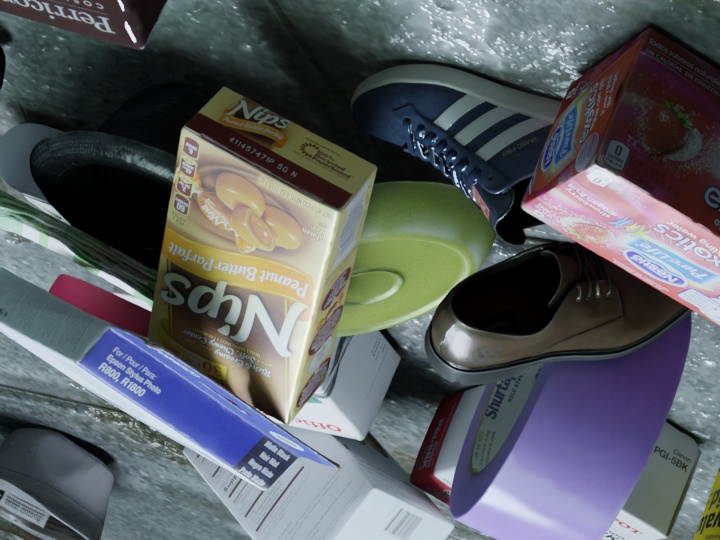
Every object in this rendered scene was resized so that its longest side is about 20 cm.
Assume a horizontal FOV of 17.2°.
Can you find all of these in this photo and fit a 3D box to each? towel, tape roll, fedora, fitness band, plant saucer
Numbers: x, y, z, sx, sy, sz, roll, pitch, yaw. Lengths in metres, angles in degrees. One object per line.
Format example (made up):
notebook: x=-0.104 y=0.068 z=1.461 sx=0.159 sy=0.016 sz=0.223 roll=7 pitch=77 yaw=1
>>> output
towel: x=-0.180 y=0.001 z=1.689 sx=0.199 sy=0.024 sz=0.153 roll=27 pitch=173 yaw=-5
tape roll: x=0.140 y=0.094 z=1.603 sx=0.085 sy=0.201 sz=0.200 roll=25 pitch=158 yaw=-5
fedora: x=-0.132 y=-0.071 z=1.645 sx=0.199 sy=0.092 sz=0.201 roll=20 pitch=158 yaw=8
fitness band: x=-0.149 y=0.059 z=1.753 sx=0.199 sy=0.038 sz=0.143 roll=21 pitch=169 yaw=39
fedora: x=-0.324 y=0.228 z=2.516 sx=0.199 sy=0.091 sz=0.177 roll=8 pitch=152 yaw=48
plant saucer: x=0.000 y=0.000 z=1.619 sx=0.198 sy=0.031 sz=0.200 roll=-10 pitch=156 yaw=-4

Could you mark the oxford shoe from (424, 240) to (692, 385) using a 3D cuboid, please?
oxford shoe: x=0.140 y=0.013 z=1.478 sx=0.085 sy=0.199 sz=0.073 roll=98 pitch=149 yaw=-64

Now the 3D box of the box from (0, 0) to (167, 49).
box: x=-0.168 y=-0.246 z=1.185 sx=0.165 sy=0.165 sz=0.200 roll=16 pitch=157 yaw=17

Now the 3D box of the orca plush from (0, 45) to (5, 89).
orca plush: x=-0.329 y=-0.192 z=1.642 sx=0.199 sy=0.071 sz=0.105 roll=30 pitch=-158 yaw=-3

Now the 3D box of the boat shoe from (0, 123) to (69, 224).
boat shoe: x=-0.178 y=-0.049 z=1.773 sx=0.199 sy=0.072 sz=0.066 roll=17 pitch=167 yaw=10

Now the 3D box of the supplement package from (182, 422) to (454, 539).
supplement package: x=-0.037 y=0.179 z=1.963 sx=0.114 sy=0.110 sz=0.200 roll=31 pitch=-170 yaw=-45

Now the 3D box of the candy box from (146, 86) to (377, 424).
candy box: x=-0.066 y=-0.007 z=1.518 sx=0.115 sy=0.055 sz=0.201 roll=28 pitch=135 yaw=14

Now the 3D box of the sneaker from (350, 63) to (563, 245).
sneaker: x=0.076 y=-0.065 z=1.460 sx=0.199 sy=0.085 sz=0.075 roll=13 pitch=156 yaw=24

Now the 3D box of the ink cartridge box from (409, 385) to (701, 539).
ink cartridge box: x=0.151 y=0.155 z=1.886 sx=0.146 sy=0.083 sz=0.200 roll=31 pitch=157 yaw=-16

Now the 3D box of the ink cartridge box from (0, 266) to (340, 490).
ink cartridge box: x=-0.140 y=0.081 z=1.606 sx=0.199 sy=0.041 sz=0.199 roll=38 pitch=169 yaw=-38

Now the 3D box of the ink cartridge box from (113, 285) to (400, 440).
ink cartridge box: x=-0.077 y=0.044 z=1.860 sx=0.145 sy=0.085 sz=0.200 roll=9 pitch=154 yaw=33

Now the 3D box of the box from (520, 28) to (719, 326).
box: x=0.207 y=-0.039 z=1.371 sx=0.199 sy=0.096 sz=0.100 roll=29 pitch=157 yaw=-13

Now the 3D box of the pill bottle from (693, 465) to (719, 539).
pill bottle: x=0.294 y=0.227 z=1.750 sx=0.111 sy=0.201 sz=0.111 roll=19 pitch=157 yaw=8
